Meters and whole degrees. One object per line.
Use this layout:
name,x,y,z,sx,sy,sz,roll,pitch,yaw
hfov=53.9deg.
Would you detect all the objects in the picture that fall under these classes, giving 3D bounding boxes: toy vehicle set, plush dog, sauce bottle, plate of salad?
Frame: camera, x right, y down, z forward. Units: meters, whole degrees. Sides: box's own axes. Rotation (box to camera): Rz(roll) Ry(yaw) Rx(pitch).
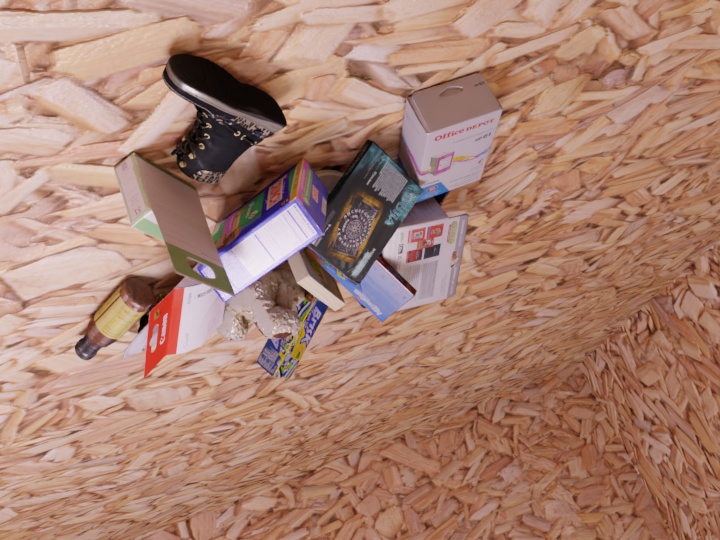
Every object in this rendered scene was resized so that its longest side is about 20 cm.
toy vehicle set,-0.094,-0.008,1.351,0.026,0.127,0.200,-28,156,8
plush dog,-0.180,0.047,1.400,0.195,0.166,0.170,-7,-177,32
sauce bottle,-0.447,0.092,1.270,0.199,0.067,0.065,-38,153,29
plate of salad,-0.366,0.084,1.309,0.200,0.048,0.200,-45,180,0

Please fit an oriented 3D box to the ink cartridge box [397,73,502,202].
ink cartridge box,0.147,-0.223,1.216,0.141,0.086,0.202,-20,154,-12

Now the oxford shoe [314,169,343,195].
oxford shoe,-0.037,-0.126,1.258,0.074,0.059,0.198,-34,154,22

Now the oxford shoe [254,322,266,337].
oxford shoe,-0.178,0.127,1.604,0.070,0.072,0.200,-31,155,1

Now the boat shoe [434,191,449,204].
boat shoe,0.123,-0.138,1.394,0.200,0.073,0.072,-48,167,31

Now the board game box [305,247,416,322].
board game box,0.000,0.000,1.289,0.103,0.199,0.020,-40,-169,39

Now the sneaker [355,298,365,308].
sneaker,0.075,0.030,1.639,0.196,0.091,0.079,-25,157,-4

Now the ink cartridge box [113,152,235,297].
ink cartridge box,-0.261,-0.053,0.998,0.047,0.204,0.145,-30,155,14

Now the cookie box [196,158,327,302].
cookie box,-0.150,-0.067,1.121,0.197,0.172,0.076,-33,113,15

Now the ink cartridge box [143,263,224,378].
ink cartridge box,-0.299,0.082,1.239,0.201,0.056,0.165,-63,172,-52

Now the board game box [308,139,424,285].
board game box,0.004,-0.094,1.185,0.134,0.028,0.202,38,87,-30

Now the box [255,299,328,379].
box,-0.145,0.131,1.542,0.203,0.064,0.070,-61,150,4

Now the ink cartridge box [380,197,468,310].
ink cartridge box,0.102,-0.032,1.345,0.171,0.084,0.204,-11,130,-19

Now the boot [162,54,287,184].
boot,-0.209,-0.190,0.939,0.152,0.075,0.202,-36,155,25
